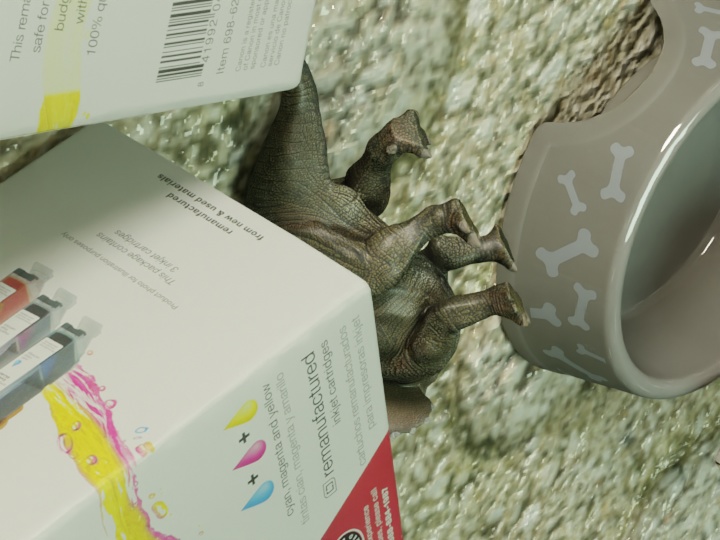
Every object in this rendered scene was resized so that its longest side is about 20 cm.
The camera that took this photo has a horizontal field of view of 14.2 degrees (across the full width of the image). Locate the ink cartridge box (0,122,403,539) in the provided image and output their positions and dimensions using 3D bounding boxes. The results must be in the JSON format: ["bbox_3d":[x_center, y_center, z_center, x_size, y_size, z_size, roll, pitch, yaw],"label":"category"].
[{"bbox_3d":[-0.108,0.077,0.989,0.200,0.145,0.146,-37,140,-28],"label":"ink cartridge box"}]

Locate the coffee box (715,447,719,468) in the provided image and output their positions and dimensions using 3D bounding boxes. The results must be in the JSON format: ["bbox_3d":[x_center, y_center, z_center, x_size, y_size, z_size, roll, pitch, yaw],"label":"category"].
[{"bbox_3d":[0.244,0.034,1.384,0.113,0.080,0.200,-65,170,20],"label":"coffee box"}]

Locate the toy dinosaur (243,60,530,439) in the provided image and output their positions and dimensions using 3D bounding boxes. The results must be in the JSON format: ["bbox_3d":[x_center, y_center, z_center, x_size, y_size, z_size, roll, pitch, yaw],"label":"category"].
[{"bbox_3d":[0.000,0.000,1.123,0.102,0.077,0.200,-28,132,13],"label":"toy dinosaur"}]

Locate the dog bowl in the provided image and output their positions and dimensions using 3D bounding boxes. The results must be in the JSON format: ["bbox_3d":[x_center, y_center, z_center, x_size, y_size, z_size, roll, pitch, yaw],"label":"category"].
[{"bbox_3d":[0.149,-0.031,1.307,0.200,0.059,0.200,-30,136,-35],"label":"dog bowl"}]

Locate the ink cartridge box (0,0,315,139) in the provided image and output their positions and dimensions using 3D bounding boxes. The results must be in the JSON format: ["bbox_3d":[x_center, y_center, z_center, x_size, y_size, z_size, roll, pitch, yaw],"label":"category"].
[{"bbox_3d":[-0.101,-0.124,0.898,0.200,0.083,0.145,-13,125,-47],"label":"ink cartridge box"}]
